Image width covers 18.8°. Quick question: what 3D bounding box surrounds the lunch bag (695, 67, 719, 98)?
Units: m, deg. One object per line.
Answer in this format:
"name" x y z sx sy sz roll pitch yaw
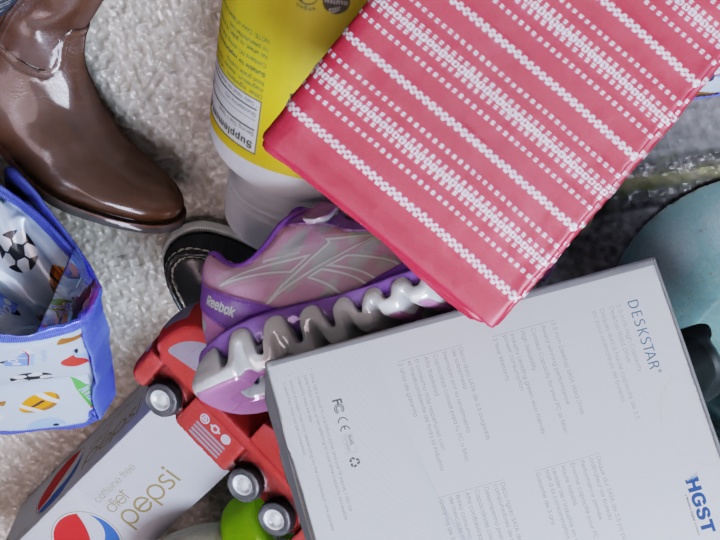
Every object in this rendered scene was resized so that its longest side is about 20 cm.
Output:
"lunch bag" 0.135 -0.169 1.046 0.170 0.124 0.200 -10 120 21

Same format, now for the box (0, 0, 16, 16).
"box" -0.221 -0.233 1.063 0.197 0.124 0.200 -37 90 32

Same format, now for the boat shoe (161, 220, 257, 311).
"boat shoe" -0.044 0.055 1.281 0.200 0.060 0.076 43 121 -16

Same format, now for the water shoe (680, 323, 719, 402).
"water shoe" 0.148 0.078 1.214 0.079 0.200 0.072 -24 87 -16

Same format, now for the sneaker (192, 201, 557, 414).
"sneaker" 0.000 0.000 1.099 0.200 0.089 0.080 -20 156 14

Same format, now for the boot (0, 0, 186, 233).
"boot" -0.140 -0.136 1.180 0.186 0.064 0.200 29 120 -5

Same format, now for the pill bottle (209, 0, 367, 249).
"pill bottle" -0.019 -0.109 1.136 0.112 0.113 0.200 12 125 5

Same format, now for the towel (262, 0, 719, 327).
"towel" 0.066 -0.087 0.997 0.145 0.022 0.200 39 106 -3

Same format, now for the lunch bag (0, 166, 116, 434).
"lunch bag" -0.233 0.013 1.230 0.200 0.124 0.170 21 157 6

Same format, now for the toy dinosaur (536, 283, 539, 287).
"toy dinosaur" 0.049 0.043 1.206 0.136 0.102 0.200 26 130 20

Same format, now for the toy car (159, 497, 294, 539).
"toy car" -0.050 0.253 1.307 0.158 0.200 0.164 10 143 -44

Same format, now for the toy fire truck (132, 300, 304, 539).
"toy fire truck" -0.015 0.076 1.164 0.200 0.049 0.141 46 123 6

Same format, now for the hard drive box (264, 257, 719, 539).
"hard drive box" 0.068 0.099 1.056 0.199 0.156 0.077 -14 163 -7

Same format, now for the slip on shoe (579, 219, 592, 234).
"slip on shoe" 0.060 -0.062 1.117 0.061 0.076 0.200 30 175 33

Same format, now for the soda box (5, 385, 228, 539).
"soda box" -0.143 0.130 1.347 0.064 0.068 0.200 37 123 -13

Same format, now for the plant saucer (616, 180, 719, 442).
"plant saucer" 0.236 0.040 1.222 0.200 0.039 0.201 6 123 9
